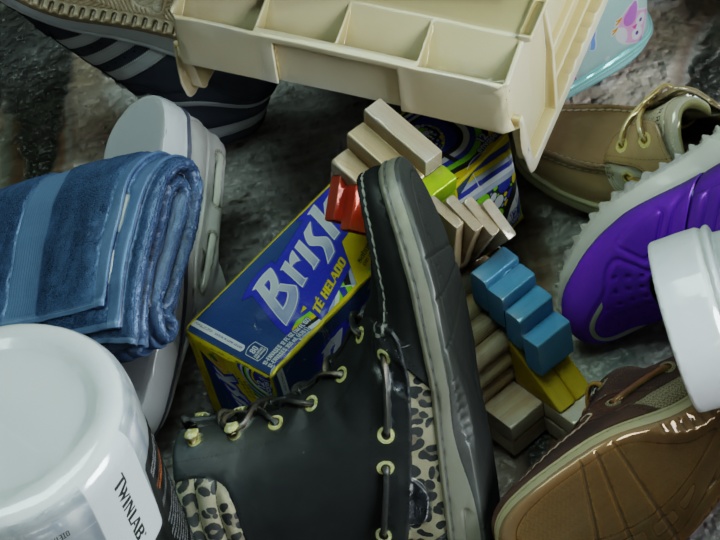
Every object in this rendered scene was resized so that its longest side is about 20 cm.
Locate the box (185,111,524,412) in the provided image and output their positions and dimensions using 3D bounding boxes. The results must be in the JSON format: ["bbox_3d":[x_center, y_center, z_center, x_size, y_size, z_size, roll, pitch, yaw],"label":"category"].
[{"bbox_3d":[0.000,0.000,1.291,0.064,0.070,0.200,25,58,32],"label":"box"}]

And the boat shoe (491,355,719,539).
[{"bbox_3d":[0.141,0.082,1.183,0.199,0.072,0.072,-33,27,-15],"label":"boat shoe"}]

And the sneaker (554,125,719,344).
[{"bbox_3d":[0.186,-0.010,1.209,0.200,0.069,0.100,-39,52,22],"label":"sneaker"}]

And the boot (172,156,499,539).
[{"bbox_3d":[-0.021,0.057,1.169,0.153,0.205,0.073,-9,12,13],"label":"boot"}]

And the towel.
[{"bbox_3d":[-0.166,-0.001,1.279,0.199,0.048,0.112,-11,61,45],"label":"towel"}]

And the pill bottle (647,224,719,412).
[{"bbox_3d":[0.236,-0.003,1.101,0.199,0.112,0.112,-18,44,12],"label":"pill bottle"}]

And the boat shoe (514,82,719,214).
[{"bbox_3d":[0.174,-0.066,1.309,0.199,0.067,0.074,12,50,25],"label":"boat shoe"}]

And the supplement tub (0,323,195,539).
[{"bbox_3d":[-0.137,0.131,1.112,0.122,0.201,0.123,-8,46,9],"label":"supplement tub"}]

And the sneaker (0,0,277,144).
[{"bbox_3d":[-0.139,-0.133,1.412,0.199,0.109,0.070,18,56,2],"label":"sneaker"}]

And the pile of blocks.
[{"bbox_3d":[0.046,0.014,1.208,0.062,0.082,0.200,-38,89,-22],"label":"pile of blocks"}]

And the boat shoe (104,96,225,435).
[{"bbox_3d":[-0.106,0.006,1.311,0.072,0.066,0.201,-26,52,38],"label":"boat shoe"}]

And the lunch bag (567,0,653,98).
[{"bbox_3d":[0.061,-0.168,1.432,0.160,0.077,0.200,-33,48,-15],"label":"lunch bag"}]

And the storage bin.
[{"bbox_3d":[0.024,-0.162,1.312,0.199,0.094,0.199,14,55,16],"label":"storage bin"}]
